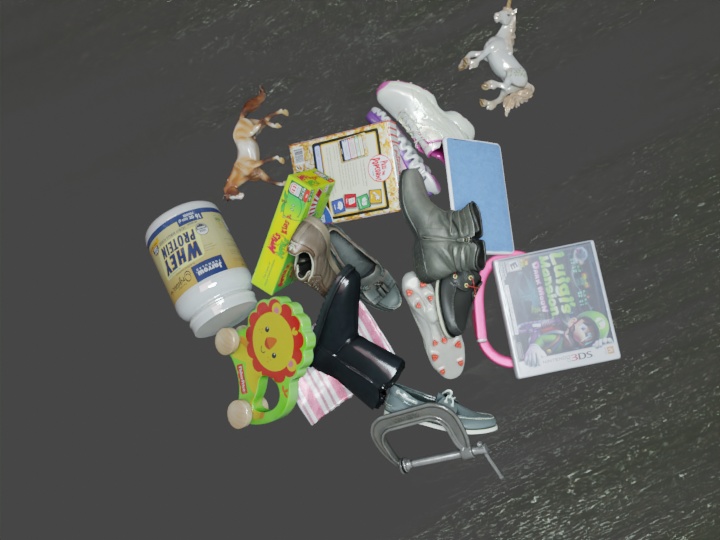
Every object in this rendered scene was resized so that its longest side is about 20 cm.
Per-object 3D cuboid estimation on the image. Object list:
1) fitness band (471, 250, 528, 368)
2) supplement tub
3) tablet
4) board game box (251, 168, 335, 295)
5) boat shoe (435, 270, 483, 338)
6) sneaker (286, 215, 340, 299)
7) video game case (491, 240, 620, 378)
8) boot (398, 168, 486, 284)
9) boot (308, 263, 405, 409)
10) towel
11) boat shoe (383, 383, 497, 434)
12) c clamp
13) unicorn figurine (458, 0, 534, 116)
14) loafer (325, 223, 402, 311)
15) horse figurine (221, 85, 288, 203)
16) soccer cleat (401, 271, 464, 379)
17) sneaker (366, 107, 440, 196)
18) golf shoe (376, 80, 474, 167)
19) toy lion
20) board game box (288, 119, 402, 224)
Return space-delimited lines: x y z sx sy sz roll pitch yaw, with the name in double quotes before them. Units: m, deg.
"fitness band" 0.268 0.067 1.009 0.139 0.037 0.206 -3 84 5
"supplement tub" -0.275 -0.001 1.009 0.142 0.144 0.203 -30 77 1
"tablet" 0.204 -0.129 0.994 0.127 0.014 0.206 1 78 -28
"board game box" -0.115 -0.067 0.988 0.047 0.101 0.204 28 113 12
"boat shoe" 0.172 0.015 0.976 0.062 0.073 0.206 -11 55 37
"sneaker" -0.082 -0.002 0.972 0.069 0.202 0.076 27 60 31
"video game case" 0.331 0.065 0.979 0.176 0.023 0.206 -11 82 0
"boot" 0.138 -0.086 0.933 0.129 0.067 0.206 -20 77 41
"boot" 0.006 0.113 0.963 0.165 0.076 0.204 27 107 12
"towel" -0.048 0.159 1.030 0.198 0.030 0.148 -35 80 0
"boat shoe" 0.137 0.235 0.982 0.194 0.073 0.064 6 87 11
"c clamp" 0.116 0.296 0.956 0.196 0.027 0.174 -17 112 29
"unicorn figurine" 0.254 -0.390 1.056 0.135 0.074 0.204 -28 95 -9
"loafer" 0.000 0.000 1.002 0.200 0.063 0.072 44 81 -10
"horse figurine" -0.197 -0.232 1.077 0.129 0.050 0.207 -1 91 23
"soccer cleat" 0.128 0.092 1.007 0.068 0.078 0.204 -25 101 3
"sneaker" 0.059 -0.201 1.046 0.088 0.080 0.203 -36 78 17
"golf shoe" 0.111 -0.258 1.013 0.196 0.075 0.093 27 63 -10
"toy lion" -0.154 0.153 0.985 0.188 0.068 0.206 -16 81 30
"board game box" -0.022 -0.165 1.019 0.195 0.046 0.156 -8 93 22
